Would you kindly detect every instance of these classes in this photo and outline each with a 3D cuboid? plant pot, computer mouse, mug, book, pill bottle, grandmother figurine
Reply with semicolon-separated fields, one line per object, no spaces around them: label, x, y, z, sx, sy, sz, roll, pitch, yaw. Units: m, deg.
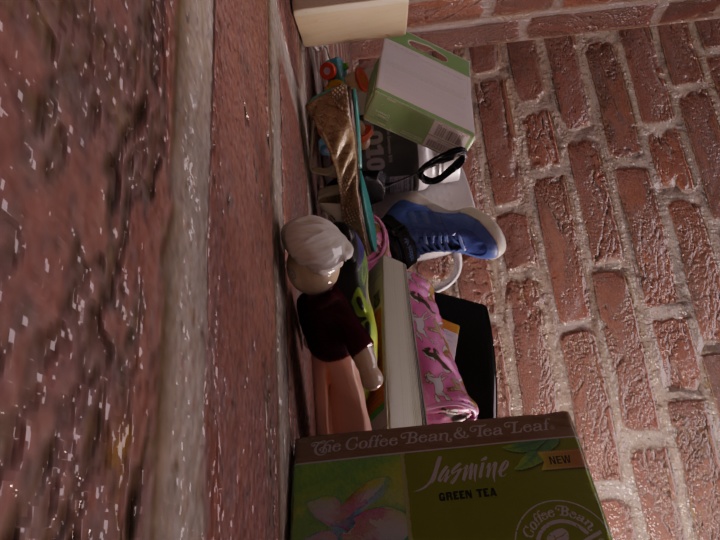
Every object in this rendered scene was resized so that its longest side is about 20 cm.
plant pot;0.102;0.142;0.961;0.201;0.194;0.182;93;12;-64
computer mouse;0.041;-0.122;0.825;0.059;0.194;0.035;69;5;-56
mug;0.097;-0.063;1.050;0.148;0.170;0.206;-68;141;-85
book;0.006;0.105;0.676;0.134;0.047;0.205;-47;-146;42
pill bottle;0.044;-0.172;0.947;0.114;0.193;0.118;-6;90;-88
grandmother figurine;-0.022;0.059;0.490;0.120;0.060;0.207;11;-63;50

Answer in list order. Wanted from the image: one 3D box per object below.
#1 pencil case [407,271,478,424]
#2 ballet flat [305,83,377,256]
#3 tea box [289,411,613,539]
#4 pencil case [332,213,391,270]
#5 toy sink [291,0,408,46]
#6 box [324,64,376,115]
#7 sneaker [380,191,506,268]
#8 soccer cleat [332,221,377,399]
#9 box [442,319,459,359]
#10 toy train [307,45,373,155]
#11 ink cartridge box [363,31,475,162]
pencil case;0.066;0.092;0.732;0.087;0.081;0.203;56;12;-44
ballet flat;-0.023;-0.106;0.728;0.071;0.063;0.205;-91;173;-60
tea box;0.057;0.218;0.411;0.200;0.193;0.137;-95;178;-50
pencil case;0.000;0.000;0.884;0.201;0.081;0.088;81;-14;-64
toy sink;-0.017;-0.377;0.734;0.112;0.126;0.208;34;50;-87
box;0.024;-0.219;1.109;0.202;0.106;0.130;73;-7;-55
sneaker;0.094;-0.038;0.878;0.198;0.110;0.078;28;-32;43
soccer cleat;-0.011;0.049;0.655;0.084;0.063;0.206;62;19;-61
box;0.053;0.124;0.797;0.202;0.116;0.042;-69;-179;-49
toy train;-0.022;-0.218;0.828;0.151;0.054;0.206;54;26;-58
ink cartridge box;0.082;-0.246;0.878;0.203;0.142;0.049;-83;-162;-48
